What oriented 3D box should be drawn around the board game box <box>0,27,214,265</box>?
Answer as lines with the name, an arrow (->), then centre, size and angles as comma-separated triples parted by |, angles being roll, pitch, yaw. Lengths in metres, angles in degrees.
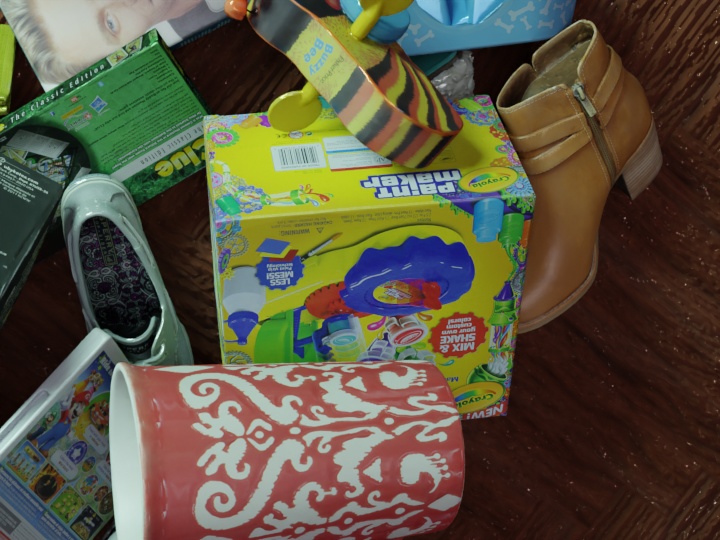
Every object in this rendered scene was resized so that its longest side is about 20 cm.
board game box -> -0.198, -0.074, 0.827 | 0.199, 0.024, 0.105 | -29, 128, 5

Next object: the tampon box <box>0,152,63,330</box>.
tampon box -> -0.306, 0.016, 0.769 | 0.149, 0.127, 0.200 | 28, 125, -12

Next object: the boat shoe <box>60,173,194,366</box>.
boat shoe -> -0.165, 0.034, 0.842 | 0.069, 0.072, 0.202 | -16, 118, -4

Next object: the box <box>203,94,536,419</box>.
box -> 0.000, 0.000, 0.820 | 0.198, 0.123, 0.194 | -6, 129, -8

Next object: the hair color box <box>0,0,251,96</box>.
hair color box -> -0.146, -0.203, 0.834 | 0.199, 0.061, 0.101 | -28, 101, -3

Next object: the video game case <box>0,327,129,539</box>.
video game case -> -0.212, 0.151, 0.798 | 0.200, 0.018, 0.144 | -49, 148, -20

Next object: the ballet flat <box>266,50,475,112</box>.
ballet flat -> -0.002, -0.100, 0.873 | 0.199, 0.072, 0.072 | -25, 102, -3

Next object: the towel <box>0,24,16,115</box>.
towel -> -0.336, -0.141, 0.808 | 0.198, 0.018, 0.087 | 0, 55, -10

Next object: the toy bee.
toy bee -> -0.030, -0.143, 0.738 | 0.108, 0.200, 0.132 | -12, 132, -48

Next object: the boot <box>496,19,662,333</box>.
boot -> 0.131, -0.066, 0.860 | 0.201, 0.073, 0.155 | -54, 138, -11

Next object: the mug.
mug -> -0.049, 0.134, 0.749 | 0.198, 0.134, 0.179 | -4, 122, -19

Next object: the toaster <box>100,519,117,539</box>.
toaster -> -0.107, 0.200, 0.845 | 0.129, 0.114, 0.200 | 38, 136, -7

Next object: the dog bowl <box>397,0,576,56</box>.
dog bowl -> 0.061, -0.189, 0.848 | 0.198, 0.112, 0.050 | -9, 113, -8
